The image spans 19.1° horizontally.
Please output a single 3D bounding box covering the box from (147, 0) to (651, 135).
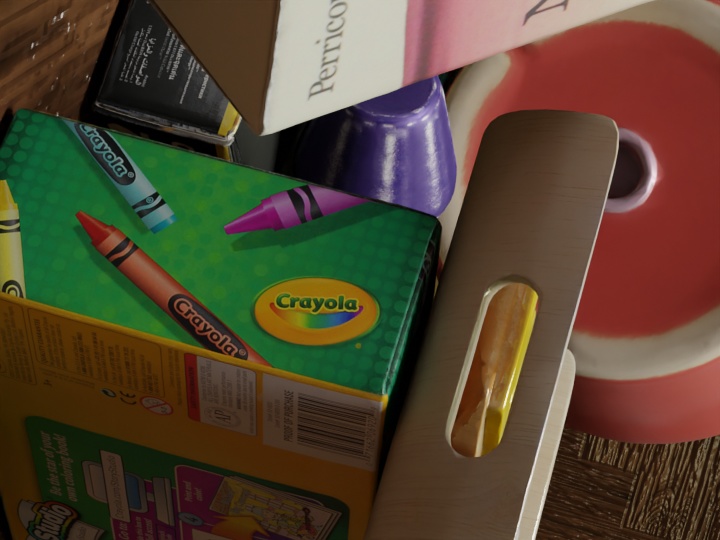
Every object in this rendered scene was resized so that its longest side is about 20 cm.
[{"bbox_3d":[0.038,-0.136,0.513,0.199,0.109,0.128,-22,144,-25],"label":"box"}]

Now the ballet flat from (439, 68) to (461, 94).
[{"bbox_3d":[0.021,-0.109,0.852,0.200,0.068,0.075,-47,-166,0],"label":"ballet flat"}]

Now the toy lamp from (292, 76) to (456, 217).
[{"bbox_3d":[0.000,0.000,0.760,0.200,0.058,0.058,98,10,-53],"label":"toy lamp"}]

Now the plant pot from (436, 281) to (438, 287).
[{"bbox_3d":[0.002,0.001,0.915,0.200,0.027,0.201,7,81,-53],"label":"plant pot"}]

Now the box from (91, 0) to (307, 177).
[{"bbox_3d":[-0.028,-0.106,0.727,0.160,0.049,0.201,90,17,-71],"label":"box"}]

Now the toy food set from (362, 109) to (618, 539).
[{"bbox_3d":[0.043,0.057,0.609,0.200,0.060,0.144,87,19,-70],"label":"toy food set"}]

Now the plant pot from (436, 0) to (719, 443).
[{"bbox_3d":[0.109,-0.029,0.832,0.177,0.200,0.201,10,95,-77],"label":"plant pot"}]

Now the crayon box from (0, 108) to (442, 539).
[{"bbox_3d":[-0.045,0.044,0.625,0.200,0.118,0.058,94,13,-59],"label":"crayon box"}]
